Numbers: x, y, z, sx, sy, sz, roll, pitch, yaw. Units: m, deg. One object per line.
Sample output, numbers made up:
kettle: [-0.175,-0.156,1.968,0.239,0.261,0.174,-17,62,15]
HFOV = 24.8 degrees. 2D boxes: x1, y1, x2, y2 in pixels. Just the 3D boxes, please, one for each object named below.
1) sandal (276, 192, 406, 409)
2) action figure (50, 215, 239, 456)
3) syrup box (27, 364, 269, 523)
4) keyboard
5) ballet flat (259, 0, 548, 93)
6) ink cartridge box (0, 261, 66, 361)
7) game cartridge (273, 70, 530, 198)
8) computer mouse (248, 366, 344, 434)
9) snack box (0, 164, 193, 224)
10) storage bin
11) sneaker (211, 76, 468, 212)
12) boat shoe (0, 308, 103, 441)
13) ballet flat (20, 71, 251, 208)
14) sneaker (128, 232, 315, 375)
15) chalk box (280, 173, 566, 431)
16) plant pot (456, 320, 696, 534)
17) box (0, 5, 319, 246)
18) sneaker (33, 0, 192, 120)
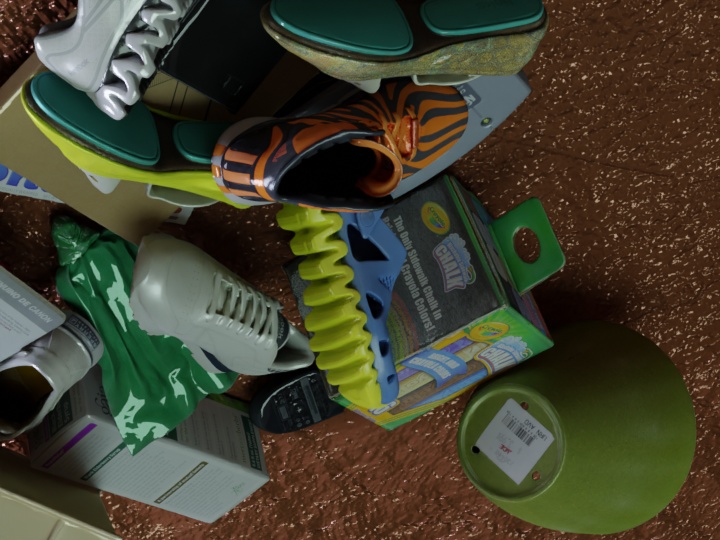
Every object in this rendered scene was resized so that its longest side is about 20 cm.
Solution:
sandal: [0.000,0.000,1.173,0.087,0.079,0.201,-18,101,-31]
action figure: [-0.179,0.034,1.250,0.118,0.055,0.200,-42,128,-19]
syrup box: [-0.179,0.137,1.367,0.081,0.079,0.200,-39,136,25]
keyboard: [-0.035,-0.185,1.069,0.127,0.021,0.200,28,112,-38]
ballet flat: [0.028,-0.148,1.074,0.199,0.071,0.071,-7,140,-20]
ink cartridge box: [-0.334,0.001,1.146,0.175,0.084,0.200,-28,140,14]
game cartridge: [0.017,-0.111,1.191,0.200,0.041,0.133,-32,135,16]
computer mouse: [-0.004,0.089,1.424,0.199,0.034,0.059,-19,124,-7]
snack box: [-0.201,-0.080,1.149,0.199,0.024,0.072,10,130,-30]
storage bin: [-0.294,0.191,1.251,0.198,0.200,0.094,25,88,-13]
sneaker: [0.011,-0.076,1.078,0.199,0.112,0.078,-21,112,-30]
boat shoe: [-0.269,0.096,1.248,0.071,0.070,0.200,48,137,-13]
ballet flat: [-0.141,-0.076,1.086,0.199,0.067,0.067,11,139,-34]
sneaker: [-0.101,0.027,1.202,0.080,0.077,0.200,9,166,25]
chalk box: [0.064,0.017,1.270,0.199,0.125,0.124,-27,154,13]
plant pot: [0.160,0.135,1.356,0.187,0.188,0.200,-37,163,21]
box: [-0.142,-0.121,1.103,0.200,0.021,0.163,-43,134,15]
sneaker: [-0.130,-0.191,0.994,0.081,0.075,0.200,30,107,-7]
